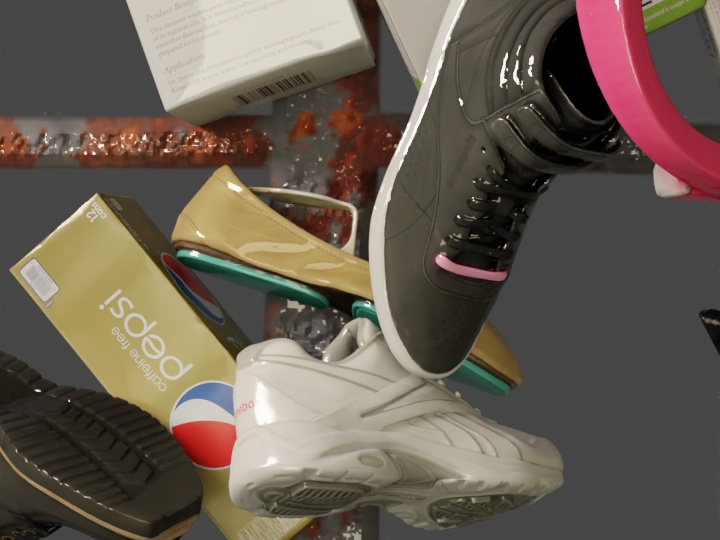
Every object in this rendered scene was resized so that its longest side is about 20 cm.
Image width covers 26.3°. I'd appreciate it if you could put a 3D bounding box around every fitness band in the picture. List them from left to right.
[{"bbox_3d":[0.172,-0.103,0.693,0.200,0.037,0.144,-2,84,-39],"label":"fitness band"}]

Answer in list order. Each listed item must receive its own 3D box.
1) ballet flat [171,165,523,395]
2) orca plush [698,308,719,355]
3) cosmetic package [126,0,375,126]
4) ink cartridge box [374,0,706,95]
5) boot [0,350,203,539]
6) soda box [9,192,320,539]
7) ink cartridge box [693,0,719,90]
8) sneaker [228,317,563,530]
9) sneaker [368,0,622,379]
[{"bbox_3d":[0.000,0.000,0.802,0.200,0.069,0.063,23,77,4],"label":"ballet flat"},{"bbox_3d":[0.253,-0.010,0.718,0.200,0.071,0.105,-21,72,20],"label":"orca plush"},{"bbox_3d":[-0.077,-0.188,0.802,0.113,0.081,0.200,-18,87,5],"label":"cosmetic package"},{"bbox_3d":[0.059,-0.194,0.758,0.148,0.076,0.200,-26,110,4],"label":"ink cartridge box"},{"bbox_3d":[-0.163,0.129,0.779,0.200,0.077,0.138,24,116,37],"label":"boot"},{"bbox_3d":[-0.089,0.055,0.805,0.064,0.068,0.200,-40,86,6],"label":"soda box"},{"bbox_3d":[0.245,-0.068,0.787,0.094,0.044,0.200,-19,88,7],"label":"ink cartridge box"},{"bbox_3d":[0.023,0.071,0.758,0.078,0.200,0.099,-32,57,41],"label":"sneaker"},{"bbox_3d":[0.064,-0.041,0.695,0.071,0.099,0.200,12,94,-28],"label":"sneaker"}]
